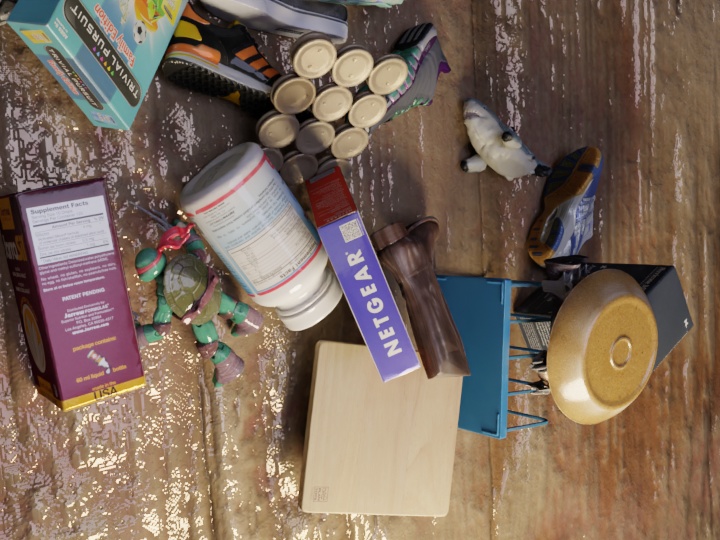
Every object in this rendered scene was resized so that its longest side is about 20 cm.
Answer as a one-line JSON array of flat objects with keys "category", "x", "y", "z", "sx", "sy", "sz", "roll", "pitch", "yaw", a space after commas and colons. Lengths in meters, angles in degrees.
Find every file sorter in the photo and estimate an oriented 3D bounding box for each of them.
[{"category": "file sorter", "x": 0.182, "y": 0.111, "z": 1.106, "sx": 0.121, "sy": 0.138, "sz": 0.204, "roll": 1, "pitch": 91, "yaw": -38}]

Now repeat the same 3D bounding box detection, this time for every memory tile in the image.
[{"category": "memory tile", "x": -0.044, "y": -0.175, "z": 0.919, "sx": 0.151, "sy": 0.201, "sz": 0.017, "roll": 1, "pitch": 49, "yaw": -35}]

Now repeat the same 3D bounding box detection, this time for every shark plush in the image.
[{"category": "shark plush", "x": 0.226, "y": -0.185, "z": 1.172, "sx": 0.197, "sy": 0.091, "sz": 0.085, "roll": 11, "pitch": 55, "yaw": -31}]

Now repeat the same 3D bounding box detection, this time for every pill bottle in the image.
[{"category": "pill bottle", "x": -0.105, "y": -0.033, "z": 0.907, "sx": 0.109, "sy": 0.108, "sz": 0.201, "roll": -47, "pitch": 117, "yaw": -25}]

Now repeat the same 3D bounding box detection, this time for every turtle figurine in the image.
[{"category": "turtle figurine", "x": -0.191, "y": 0.028, "z": 0.859, "sx": 0.200, "sy": 0.100, "sz": 0.151, "roll": 47, "pitch": 66, "yaw": -34}]

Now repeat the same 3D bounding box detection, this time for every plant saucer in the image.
[{"category": "plant saucer", "x": 0.319, "y": 0.101, "z": 1.022, "sx": 0.197, "sy": 0.035, "sz": 0.204, "roll": -7, "pitch": 102, "yaw": -32}]

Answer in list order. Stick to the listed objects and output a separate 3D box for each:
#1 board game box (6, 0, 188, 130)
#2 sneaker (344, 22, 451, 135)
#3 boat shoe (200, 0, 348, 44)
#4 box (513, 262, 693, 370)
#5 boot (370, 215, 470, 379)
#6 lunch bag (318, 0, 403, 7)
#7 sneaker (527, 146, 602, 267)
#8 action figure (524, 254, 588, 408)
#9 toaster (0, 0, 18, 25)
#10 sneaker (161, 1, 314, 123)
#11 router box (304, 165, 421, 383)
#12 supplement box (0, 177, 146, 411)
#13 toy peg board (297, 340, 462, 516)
[{"category": "board game box", "x": -0.236, "y": -0.264, "z": 0.775, "sx": 0.151, "sy": 0.046, "sz": 0.203, "roll": 63, "pitch": 41, "yaw": -62}, {"category": "sneaker", "x": 0.059, "y": -0.226, "z": 1.043, "sx": 0.088, "sy": 0.074, "sz": 0.201, "roll": 49, "pitch": 64, "yaw": -32}, {"category": "boat shoe", "x": -0.093, "y": -0.314, "z": 0.927, "sx": 0.197, "sy": 0.071, "sz": 0.069, "roll": 1, "pitch": 93, "yaw": -39}, {"category": "box", "x": 0.356, "y": 0.072, "z": 1.192, "sx": 0.148, "sy": 0.199, "sz": 0.108, "roll": -36, "pitch": 112, "yaw": -29}, {"category": "boot", "x": 0.092, "y": 0.037, "z": 1.014, "sx": 0.186, "sy": 0.064, "sz": 0.203, "roll": -15, "pitch": 78, "yaw": -62}, {"category": "lunch bag", "x": -0.009, "y": -0.410, "z": 0.933, "sx": 0.170, "sy": 0.120, "sz": 0.204, "roll": -26, "pitch": 107, "yaw": -55}, {"category": "sneaker", "x": 0.328, "y": -0.091, "z": 1.248, "sx": 0.088, "sy": 0.075, "sz": 0.203, "roll": 30, "pitch": 84, "yaw": -36}, {"category": "action figure", "x": 0.267, "y": 0.085, "z": 1.051, "sx": 0.129, "sy": 0.069, "sz": 0.204, "roll": -13, "pitch": 104, "yaw": -47}, {"category": "toaster", "x": -0.385, "y": -0.271, "z": 0.692, "sx": 0.198, "sy": 0.113, "sz": 0.131, "roll": -28, "pitch": 104, "yaw": -33}, {"category": "sneaker", "x": -0.125, "y": -0.233, "z": 0.909, "sx": 0.198, "sy": 0.069, "sz": 0.092, "roll": 16, "pitch": 74, "yaw": -39}, {"category": "router box", "x": 0.000, "y": 0.000, "z": 0.937, "sx": 0.048, "sy": 0.180, "sz": 0.202, "roll": -22, "pitch": 114, "yaw": 1}, {"category": "supplement box", "x": -0.281, "y": 0.020, "z": 0.779, "sx": 0.085, "sy": 0.110, "sz": 0.204, "roll": -15, "pitch": 100, "yaw": -33}, {"category": "toy peg board", "x": 0.015, "y": 0.197, "z": 1.030, "sx": 0.196, "sy": 0.098, "sz": 0.204, "roll": 8, "pitch": 87, "yaw": -20}]
